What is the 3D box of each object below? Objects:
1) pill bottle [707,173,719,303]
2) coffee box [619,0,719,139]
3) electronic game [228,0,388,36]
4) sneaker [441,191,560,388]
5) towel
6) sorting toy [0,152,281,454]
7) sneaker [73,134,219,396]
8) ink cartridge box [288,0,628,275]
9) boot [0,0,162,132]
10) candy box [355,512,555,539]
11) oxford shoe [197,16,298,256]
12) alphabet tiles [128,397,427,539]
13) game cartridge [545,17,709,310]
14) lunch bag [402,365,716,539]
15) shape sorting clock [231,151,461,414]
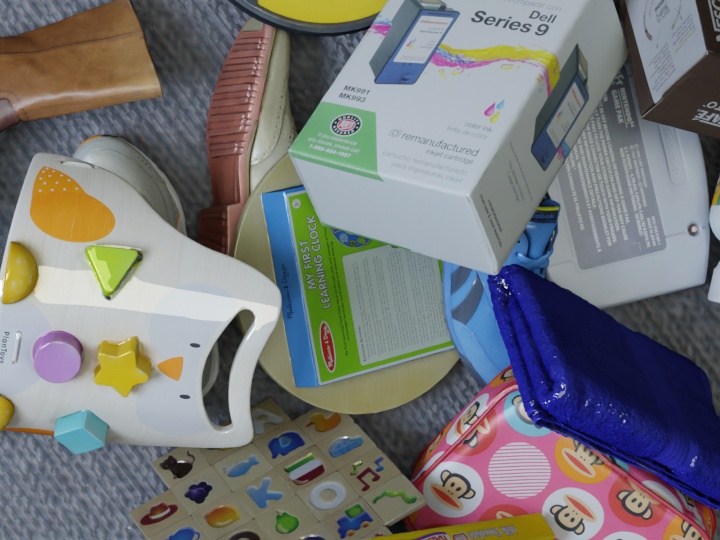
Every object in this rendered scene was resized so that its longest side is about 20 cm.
[{"bbox_3d":[0.310,-0.065,1.495,0.112,0.113,0.201,15,91,-5],"label":"pill bottle"},{"bbox_3d":[0.239,-0.192,1.440,0.114,0.080,0.200,12,55,-26],"label":"coffee box"},{"bbox_3d":[-0.031,-0.261,1.480,0.199,0.042,0.201,2,81,-15],"label":"electronic game"},{"bbox_3d":[0.103,-0.008,1.484,0.066,0.078,0.201,-15,103,-40],"label":"sneaker"},{"bbox_3d":[0.175,0.084,1.448,0.200,0.148,0.050,29,114,-31],"label":"towel"},{"bbox_3d":[-0.148,0.047,1.393,0.179,0.107,0.201,11,113,-2],"label":"sorting toy"},{"bbox_3d":[-0.146,-0.001,1.472,0.076,0.092,0.200,-22,93,-4],"label":"sneaker"},{"bbox_3d":[0.068,-0.113,1.418,0.145,0.088,0.200,17,59,31],"label":"ink cartridge box"},{"bbox_3d":[-0.232,-0.099,1.440,0.199,0.189,0.069,-11,131,-4],"label":"boot"},{"bbox_3d":[0.037,0.206,1.387,0.102,0.200,0.026,-50,61,28],"label":"candy box"},{"bbox_3d":[-0.066,-0.080,1.498,0.074,0.071,0.201,7,94,-26],"label":"oxford shoe"},{"bbox_3d":[-0.058,0.161,1.439,0.166,0.200,0.006,-29,130,-15],"label":"alphabet tiles"},{"bbox_3d":[0.178,-0.076,1.524,0.133,0.041,0.201,-13,93,0],"label":"game cartridge"},{"bbox_3d":[0.131,0.180,1.491,0.200,0.082,0.176,42,111,-4],"label":"lunch bag"},{"bbox_3d":[0.000,0.000,1.488,0.199,0.039,0.201,-1,93,-31],"label":"shape sorting clock"}]
